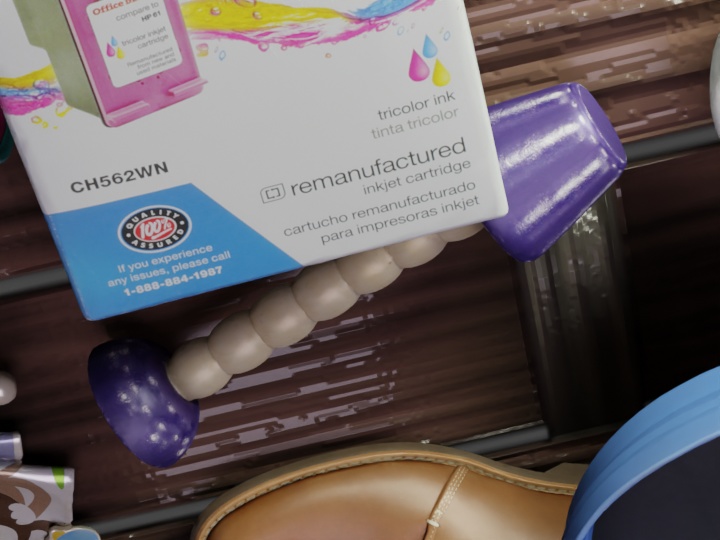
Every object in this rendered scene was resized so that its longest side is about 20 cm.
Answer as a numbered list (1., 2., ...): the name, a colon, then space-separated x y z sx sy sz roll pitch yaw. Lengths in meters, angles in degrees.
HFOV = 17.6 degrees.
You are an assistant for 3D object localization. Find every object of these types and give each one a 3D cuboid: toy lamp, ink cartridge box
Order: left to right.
1. ink cartridge box: -0.047 -0.098 0.705 0.144 0.085 0.200 -15 128 2
2. toy lamp: 0.000 0.000 0.809 0.200 0.058 0.058 -31 127 18

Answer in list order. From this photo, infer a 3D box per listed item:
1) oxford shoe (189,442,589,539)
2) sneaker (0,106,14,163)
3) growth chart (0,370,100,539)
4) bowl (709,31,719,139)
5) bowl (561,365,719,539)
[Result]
1. oxford shoe: 0.035 0.113 0.895 0.200 0.071 0.071 1 128 -8
2. sneaker: -0.171 -0.034 0.740 0.121 0.084 0.200 5 126 -1
3. growth chart: -0.169 0.112 0.894 0.145 0.018 0.200 -10 130 -3
4. bowl: 0.229 -0.067 0.775 0.200 0.075 0.200 -35 120 16
5. bowl: 0.167 0.102 0.831 0.201 0.039 0.201 -1 132 -1
